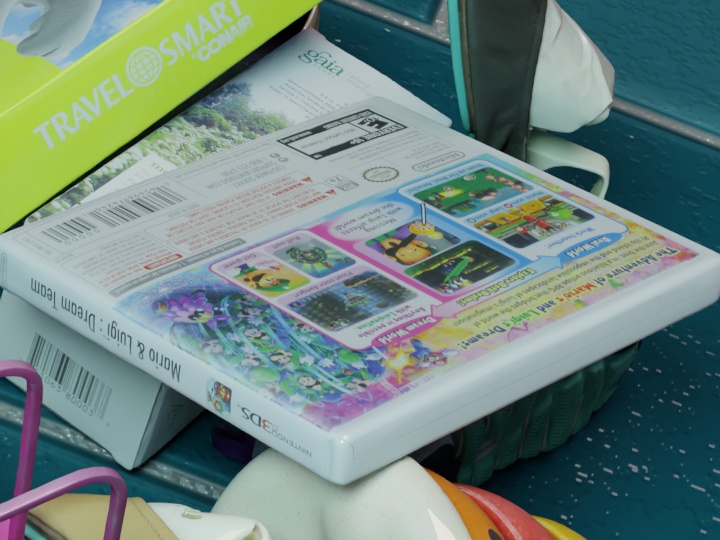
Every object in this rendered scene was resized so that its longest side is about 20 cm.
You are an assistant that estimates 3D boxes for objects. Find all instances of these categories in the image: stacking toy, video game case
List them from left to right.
[{"bbox_3d":[0.000,0.000,1.039,0.200,0.024,0.182,-23,38,-40],"label":"video game case"},{"bbox_3d":[0.048,0.128,1.030,0.200,0.146,0.146,1,42,-45],"label":"stacking toy"}]

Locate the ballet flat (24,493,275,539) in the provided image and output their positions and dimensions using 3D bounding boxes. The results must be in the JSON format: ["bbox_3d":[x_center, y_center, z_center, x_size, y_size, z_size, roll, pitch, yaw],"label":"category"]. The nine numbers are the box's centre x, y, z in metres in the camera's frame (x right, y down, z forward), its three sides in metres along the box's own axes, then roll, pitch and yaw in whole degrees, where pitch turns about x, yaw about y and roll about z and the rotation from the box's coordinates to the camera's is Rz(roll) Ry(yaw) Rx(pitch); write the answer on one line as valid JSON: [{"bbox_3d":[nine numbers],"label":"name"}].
[{"bbox_3d":[-0.033,0.118,0.937,0.063,0.069,0.200,-45,54,-11],"label":"ballet flat"}]

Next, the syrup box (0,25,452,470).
[{"bbox_3d":[-0.054,-0.014,1.154,0.079,0.082,0.200,34,40,15],"label":"syrup box"}]

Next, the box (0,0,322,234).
[{"bbox_3d":[-0.105,-0.098,1.162,0.200,0.048,0.122,-37,32,-20],"label":"box"}]

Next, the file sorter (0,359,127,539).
[{"bbox_3d":[-0.154,0.083,0.883,0.139,0.126,0.200,-23,58,-31],"label":"file sorter"}]

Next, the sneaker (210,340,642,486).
[{"bbox_3d":[0.034,0.038,1.143,0.087,0.075,0.200,36,43,24],"label":"sneaker"}]

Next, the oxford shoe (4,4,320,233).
[{"bbox_3d":[-0.092,-0.072,1.205,0.071,0.074,0.200,39,45,14],"label":"oxford shoe"}]

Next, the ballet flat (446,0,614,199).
[{"bbox_3d":[0.067,-0.059,1.162,0.068,0.200,0.068,3,42,4],"label":"ballet flat"}]
